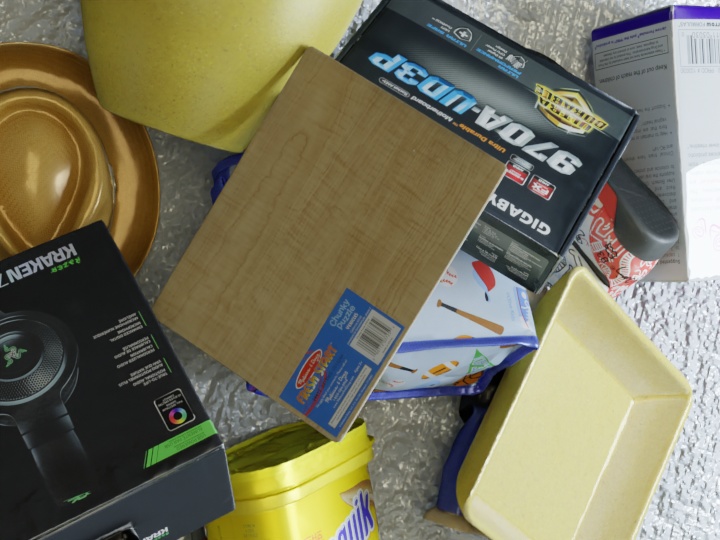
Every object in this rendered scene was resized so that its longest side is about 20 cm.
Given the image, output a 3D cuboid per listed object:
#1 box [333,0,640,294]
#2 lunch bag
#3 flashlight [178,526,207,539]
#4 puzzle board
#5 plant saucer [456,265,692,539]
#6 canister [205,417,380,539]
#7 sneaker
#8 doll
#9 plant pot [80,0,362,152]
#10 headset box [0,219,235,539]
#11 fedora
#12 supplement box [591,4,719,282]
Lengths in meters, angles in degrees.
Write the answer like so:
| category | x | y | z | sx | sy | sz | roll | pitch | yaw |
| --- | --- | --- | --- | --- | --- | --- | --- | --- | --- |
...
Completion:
| category | x | y | z | sx | sy | sz | roll | pitch | yaw |
| --- | --- | --- | --- | --- | --- | --- | --- | --- | --- |
| box | 0.073 | -0.096 | 0.950 | 0.199 | 0.046 | 0.159 | 31 | 52 | 6 |
| lunch bag | 0.000 | 0.000 | 0.971 | 0.198 | 0.124 | 0.172 | -2 | 65 | -24 |
| flashlight | -0.127 | 0.255 | 0.982 | 0.068 | 0.067 | 0.203 | -9 | 95 | -50 |
| puzzle board | -0.022 | -0.017 | 0.877 | 0.150 | 0.017 | 0.201 | 32 | 94 | 12 |
| plant saucer | 0.154 | 0.128 | 1.043 | 0.200 | 0.048 | 0.201 | 41 | 69 | -38 |
| canister | -0.038 | 0.219 | 0.975 | 0.148 | 0.086 | 0.203 | -18 | 100 | -58 |
| sneaker | 0.148 | -0.065 | 1.066 | 0.067 | 0.108 | 0.202 | -7 | 57 | -43 |
| doll | 0.104 | 0.099 | 1.060 | 0.135 | 0.048 | 0.202 | 21 | 82 | -31 |
| plant pot | -0.107 | -0.162 | 0.932 | 0.198 | 0.200 | 0.143 | 17 | 96 | -17 |
| headset box | -0.191 | 0.099 | 0.859 | 0.173 | 0.093 | 0.201 | -24 | 60 | -15 |
| fedora | -0.221 | -0.057 | 0.941 | 0.198 | 0.082 | 0.203 | 0 | 90 | -17 |
| supplement box | 0.252 | -0.093 | 1.077 | 0.100 | 0.103 | 0.203 | -4 | 90 | -28 |
